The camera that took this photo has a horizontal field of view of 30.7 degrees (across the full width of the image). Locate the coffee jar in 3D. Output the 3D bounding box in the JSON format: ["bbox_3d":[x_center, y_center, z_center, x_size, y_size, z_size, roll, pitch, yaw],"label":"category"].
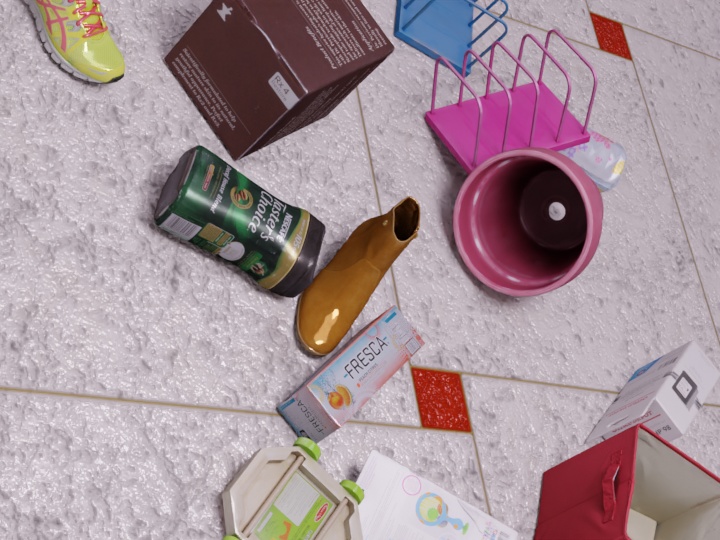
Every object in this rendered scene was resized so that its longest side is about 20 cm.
[{"bbox_3d":[-0.136,-0.054,1.537,0.200,0.085,0.105,31,47,-22],"label":"coffee jar"}]

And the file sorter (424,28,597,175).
[{"bbox_3d":[0.215,-0.246,1.849,0.199,0.126,0.139,-18,49,-20],"label":"file sorter"}]

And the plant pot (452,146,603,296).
[{"bbox_3d":[0.251,-0.076,1.815,0.201,0.200,0.179,58,28,6],"label":"plant pot"}]

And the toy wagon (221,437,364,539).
[{"bbox_3d":[-0.056,0.284,1.407,0.200,0.040,0.155,45,54,-8],"label":"toy wagon"}]

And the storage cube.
[{"bbox_3d":[0.335,0.329,1.618,0.200,0.180,0.171,35,46,-18],"label":"storage cube"}]

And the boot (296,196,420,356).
[{"bbox_3d":[0.001,0.000,1.574,0.071,0.144,0.202,37,46,-14],"label":"boot"}]

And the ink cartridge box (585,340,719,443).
[{"bbox_3d":[0.406,0.191,1.813,0.067,0.116,0.200,51,44,-2],"label":"ink cartridge box"}]

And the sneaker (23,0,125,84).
[{"bbox_3d":[-0.336,-0.310,1.531,0.200,0.090,0.078,54,42,0],"label":"sneaker"}]

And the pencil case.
[{"bbox_3d":[0.314,-0.190,2.004,0.199,0.083,0.091,22,32,-29],"label":"pencil case"}]

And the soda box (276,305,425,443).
[{"bbox_3d":[-0.008,0.122,1.543,0.064,0.068,0.200,51,43,0],"label":"soda box"}]

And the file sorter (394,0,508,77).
[{"bbox_3d":[0.147,-0.428,1.992,0.138,0.123,0.201,26,49,-26],"label":"file sorter"}]

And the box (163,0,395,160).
[{"bbox_3d":[-0.100,-0.273,1.651,0.166,0.164,0.200,55,44,2],"label":"box"}]

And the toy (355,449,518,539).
[{"bbox_3d":[0.070,0.305,1.496,0.199,0.047,0.115,29,67,-4],"label":"toy"}]
